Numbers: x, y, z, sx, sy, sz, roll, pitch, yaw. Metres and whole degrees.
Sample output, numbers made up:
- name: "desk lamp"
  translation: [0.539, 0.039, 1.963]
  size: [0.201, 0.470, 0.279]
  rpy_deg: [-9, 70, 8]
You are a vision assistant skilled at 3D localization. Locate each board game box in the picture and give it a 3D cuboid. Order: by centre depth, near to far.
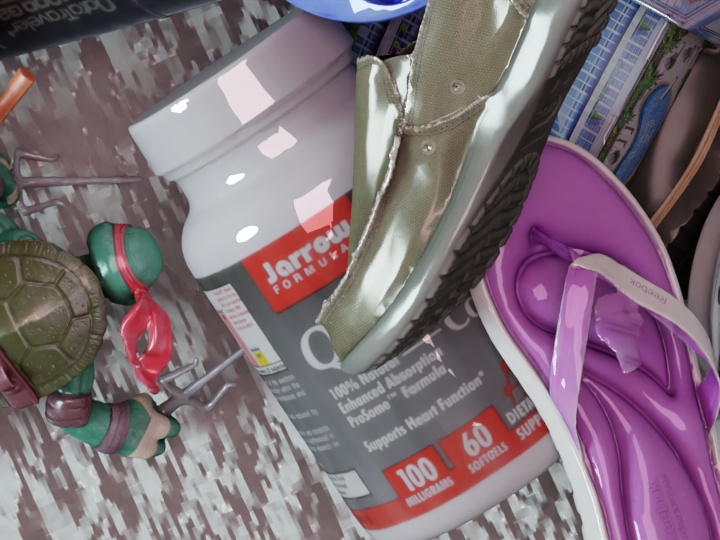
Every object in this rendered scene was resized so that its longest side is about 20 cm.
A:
- name: "board game box"
  translation: [0.092, -0.123, 1.151]
  size: [0.200, 0.062, 0.200]
  rpy_deg: [33, 100, 27]

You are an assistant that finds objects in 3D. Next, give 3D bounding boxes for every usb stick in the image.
- name: "usb stick"
  translation: [-0.113, -0.118, 1.152]
  size: [0.055, 0.200, 0.033]
  rpy_deg: [47, 57, -26]

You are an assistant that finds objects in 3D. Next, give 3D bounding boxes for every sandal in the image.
- name: "sandal"
  translation: [0.104, 0.039, 1.104]
  size: [0.082, 0.050, 0.203]
  rpy_deg: [-24, 93, -23]

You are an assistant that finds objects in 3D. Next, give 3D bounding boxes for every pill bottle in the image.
- name: "pill bottle"
  translation: [0.000, 0.000, 1.155]
  size: [0.116, 0.116, 0.200]
  rpy_deg: [-34, 98, 0]

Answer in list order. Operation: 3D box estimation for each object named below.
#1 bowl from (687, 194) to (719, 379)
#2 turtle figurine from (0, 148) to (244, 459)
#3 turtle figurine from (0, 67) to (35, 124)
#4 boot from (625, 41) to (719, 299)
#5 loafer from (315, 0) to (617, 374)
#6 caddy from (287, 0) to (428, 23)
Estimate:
- name: "bowl"
  translation: [0.193, 0.009, 1.163]
  size: [0.094, 0.201, 0.201]
  rpy_deg: [12, 90, 32]
- name: "turtle figurine"
  translation: [-0.146, 0.019, 1.192]
  size: [0.200, 0.101, 0.150]
  rpy_deg: [-23, 84, 8]
- name: "turtle figurine"
  translation: [-0.222, -0.014, 1.143]
  size: [0.200, 0.161, 0.064]
  rpy_deg: [-26, 119, 13]
- name: "boot"
  translation: [0.105, -0.073, 1.211]
  size: [0.138, 0.077, 0.200]
  rpy_deg: [35, 98, 19]
- name: "loafer"
  translation: [0.031, -0.055, 1.052]
  size: [0.070, 0.075, 0.200]
  rpy_deg: [31, 109, 13]
- name: "caddy"
  translation: [0.021, -0.192, 1.090]
  size: [0.141, 0.105, 0.201]
  rpy_deg: [22, 103, 31]
